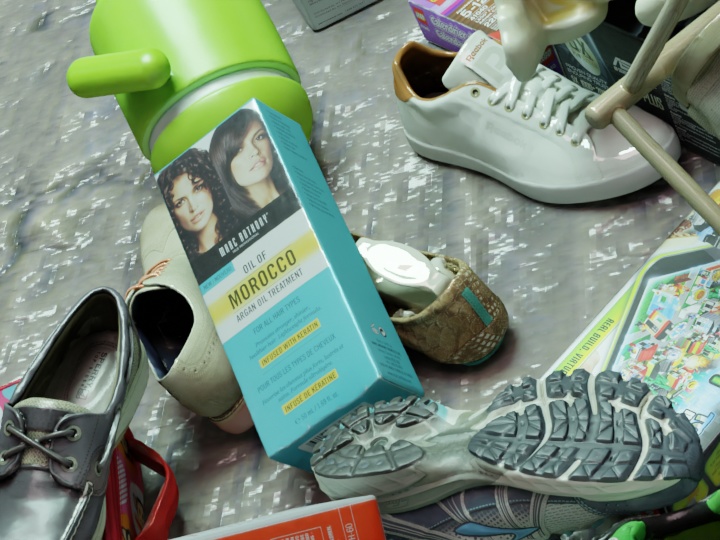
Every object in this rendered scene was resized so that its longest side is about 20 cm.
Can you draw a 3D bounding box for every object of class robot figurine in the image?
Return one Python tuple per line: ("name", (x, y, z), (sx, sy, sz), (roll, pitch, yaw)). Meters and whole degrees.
("robot figurine", (-0.105, -0.130, 1.139), (0.116, 0.175, 0.201), (-37, 67, 23))

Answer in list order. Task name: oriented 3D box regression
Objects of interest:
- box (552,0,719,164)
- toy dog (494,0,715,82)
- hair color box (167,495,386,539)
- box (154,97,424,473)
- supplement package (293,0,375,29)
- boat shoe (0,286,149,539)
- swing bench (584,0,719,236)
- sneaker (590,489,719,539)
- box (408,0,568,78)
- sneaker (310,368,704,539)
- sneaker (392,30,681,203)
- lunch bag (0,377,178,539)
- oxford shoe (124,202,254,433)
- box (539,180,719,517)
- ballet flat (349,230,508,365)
("box", (0.234, -0.156, 1.040), (0.164, 0.086, 0.200), (-40, 42, -13))
("toy dog", (0.173, -0.203, 0.974), (0.199, 0.140, 0.194), (-13, 7, 20))
("hair color box", (-0.093, 0.158, 0.809), (0.199, 0.062, 0.101), (-10, -6, -26))
("box", (-0.043, 0.006, 0.971), (0.082, 0.049, 0.201), (-36, 59, 18))
("supplement package", (-0.032, -0.328, 1.278), (0.147, 0.200, 0.191), (-27, 40, 0))
("boat shoe", (-0.161, 0.090, 0.903), (0.072, 0.065, 0.200), (7, 44, 12))
("swing bench", (0.259, -0.087, 0.852), (0.200, 0.130, 0.199), (-32, 72, -28))
("sneaker", (0.107, 0.154, 0.785), (0.199, 0.085, 0.078), (-28, 40, 0))
("box", (0.149, -0.210, 1.175), (0.200, 0.039, 0.137), (-40, 39, -14))
("sneaker", (0.078, 0.105, 0.851), (0.199, 0.087, 0.078), (-5, 35, 31))
("sneaker", (0.098, -0.098, 1.056), (0.199, 0.085, 0.073), (13, 53, 36))
("lunch bag", (-0.185, 0.149, 0.958), (0.175, 0.082, 0.200), (-19, 41, 2))
("oxford shoe", (-0.107, 0.012, 1.045), (0.071, 0.074, 0.200), (-51, 36, 16))
("box", (0.180, 0.039, 0.903), (0.110, 0.035, 0.200), (25, 62, 43))
("ballet flat", (0.000, 0.000, 1.019), (0.199, 0.065, 0.071), (13, 55, 38))
